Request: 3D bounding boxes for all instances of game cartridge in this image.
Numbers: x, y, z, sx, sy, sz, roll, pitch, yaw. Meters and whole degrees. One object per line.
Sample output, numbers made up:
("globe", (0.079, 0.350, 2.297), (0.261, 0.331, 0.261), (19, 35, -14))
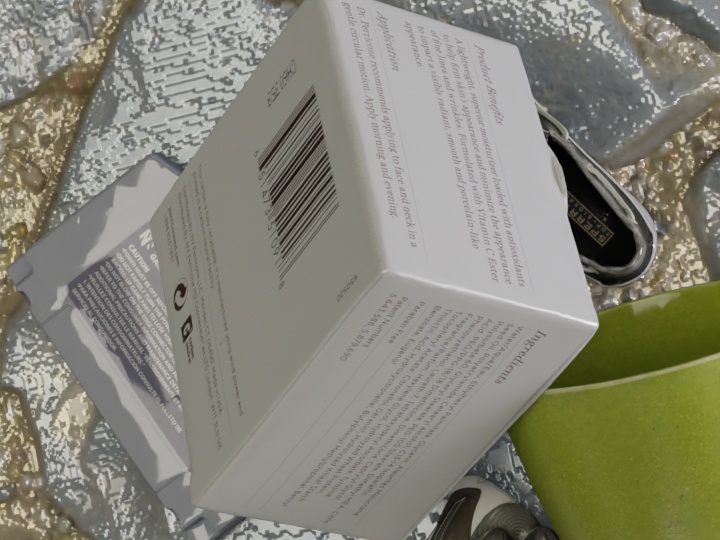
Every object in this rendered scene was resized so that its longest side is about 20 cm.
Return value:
("game cartridge", (-0.096, 0.040, 1.413), (0.133, 0.041, 0.200), (-37, 82, 11))

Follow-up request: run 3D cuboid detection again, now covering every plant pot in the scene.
("plant pot", (0.182, 0.125, 1.296), (0.186, 0.187, 0.201), (-15, 99, 10))

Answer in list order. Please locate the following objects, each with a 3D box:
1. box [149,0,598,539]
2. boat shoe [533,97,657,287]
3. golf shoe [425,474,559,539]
("box", (0.000, 0.000, 1.267), (0.200, 0.130, 0.200), (-51, 37, 37))
("boat shoe", (0.082, -0.067, 1.365), (0.200, 0.064, 0.071), (38, 95, 10))
("golf shoe", (0.051, 0.206, 1.365), (0.077, 0.095, 0.201), (11, 115, -29))
